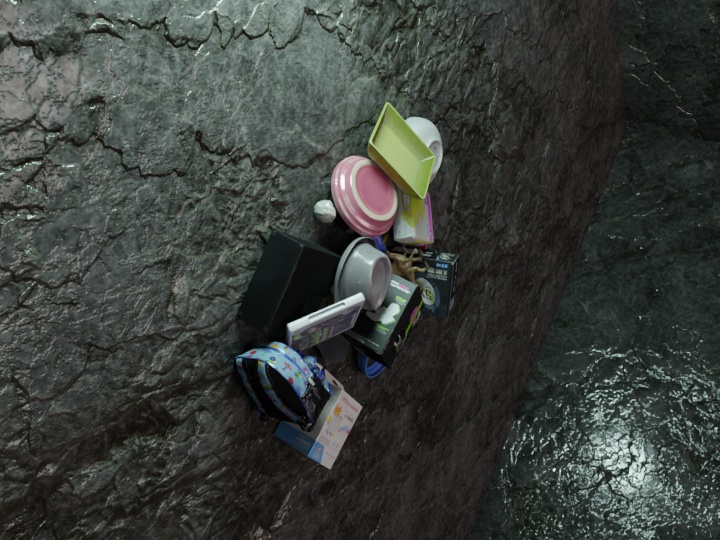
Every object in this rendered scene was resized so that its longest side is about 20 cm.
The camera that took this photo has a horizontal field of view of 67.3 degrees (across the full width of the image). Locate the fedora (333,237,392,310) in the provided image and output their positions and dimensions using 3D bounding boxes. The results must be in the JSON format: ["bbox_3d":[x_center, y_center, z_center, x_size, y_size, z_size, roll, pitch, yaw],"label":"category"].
[{"bbox_3d":[0.016,0.024,1.281,0.176,0.089,0.204,-29,134,-50],"label":"fedora"}]

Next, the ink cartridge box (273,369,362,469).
[{"bbox_3d":[-0.098,0.369,1.376,0.202,0.123,0.129,-60,143,-17],"label":"ink cartridge box"}]

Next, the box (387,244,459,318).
[{"bbox_3d":[0.170,0.029,1.536,0.086,0.196,0.168,-39,137,-63],"label":"box"}]

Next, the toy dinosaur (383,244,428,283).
[{"bbox_3d":[0.130,-0.009,1.458,0.201,0.100,0.059,50,19,-35],"label":"toy dinosaur"}]

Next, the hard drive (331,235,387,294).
[{"bbox_3d":[0.000,0.000,1.376,0.202,0.025,0.133,-55,141,-25],"label":"hard drive"}]

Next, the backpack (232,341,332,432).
[{"bbox_3d":[-0.174,0.231,1.181,0.135,0.180,0.202,-54,130,-38],"label":"backpack"}]

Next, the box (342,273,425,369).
[{"bbox_3d":[0.065,0.126,1.414,0.202,0.123,0.149,-59,155,-14],"label":"box"}]

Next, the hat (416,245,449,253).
[{"bbox_3d":[0.161,-0.047,1.648,0.175,0.165,0.202,37,75,-7],"label":"hat"}]

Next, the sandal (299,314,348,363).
[{"bbox_3d":[-0.093,0.166,1.363,0.076,0.043,0.201,-41,131,-2],"label":"sandal"}]

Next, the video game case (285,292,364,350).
[{"bbox_3d":[-0.085,0.127,1.230,0.179,0.024,0.201,-22,162,-18],"label":"video game case"}]

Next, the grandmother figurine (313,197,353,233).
[{"bbox_3d":[-0.035,-0.150,1.315,0.198,0.060,0.124,-15,95,-48],"label":"grandmother figurine"}]

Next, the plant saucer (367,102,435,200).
[{"bbox_3d":[0.096,-0.290,1.351,0.199,0.047,0.202,43,41,-21],"label":"plant saucer"}]

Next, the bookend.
[{"bbox_3d":[-0.146,0.034,1.201,0.199,0.091,0.202,14,100,-63],"label":"bookend"}]

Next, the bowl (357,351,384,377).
[{"bbox_3d":[0.059,0.213,1.576,0.200,0.039,0.204,-43,147,-35],"label":"bowl"}]

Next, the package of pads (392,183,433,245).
[{"bbox_3d":[0.142,-0.148,1.484,0.199,0.067,0.159,6,80,-66],"label":"package of pads"}]

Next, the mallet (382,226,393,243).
[{"bbox_3d":[0.055,-0.075,1.489,0.203,0.041,0.066,-61,145,-12],"label":"mallet"}]

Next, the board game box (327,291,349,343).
[{"bbox_3d":[-0.022,0.079,1.436,0.152,0.040,0.204,-36,131,-41],"label":"board game box"}]

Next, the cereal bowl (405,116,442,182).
[{"bbox_3d":[0.170,-0.320,1.506,0.198,0.082,0.205,-26,124,-45],"label":"cereal bowl"}]

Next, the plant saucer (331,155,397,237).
[{"bbox_3d":[0.020,-0.184,1.296,0.198,0.050,0.205,18,62,-37],"label":"plant saucer"}]
